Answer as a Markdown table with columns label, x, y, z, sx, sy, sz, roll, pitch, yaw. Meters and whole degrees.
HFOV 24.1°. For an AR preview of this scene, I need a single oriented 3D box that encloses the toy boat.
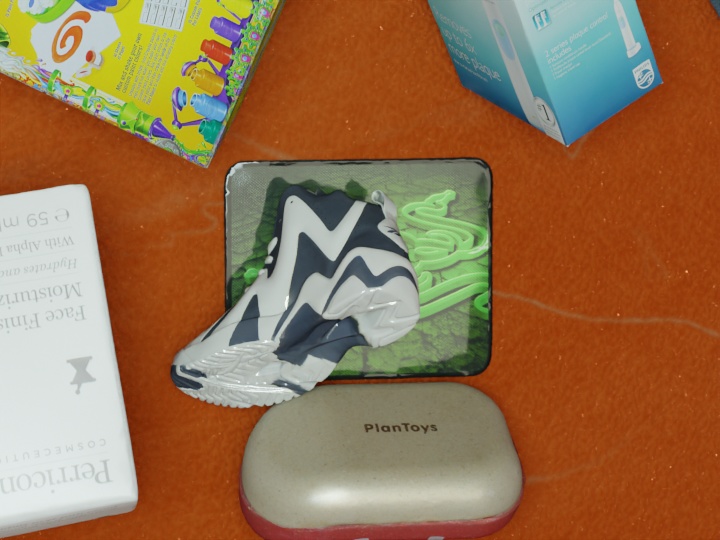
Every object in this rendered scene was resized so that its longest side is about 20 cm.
| label | x | y | z | sx | sy | sz | roll | pitch | yaw |
| --- | --- | --- | --- | --- | --- | --- | --- | --- | --- |
| toy boat | 0.012 | 0.161 | 1.197 | 0.198 | 0.131 | 0.132 | 0 | 126 | -10 |

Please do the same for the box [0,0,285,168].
| label | x | y | z | sx | sy | sz | roll | pitch | yaw |
| --- | --- | --- | --- | --- | --- | --- | --- | --- | --- |
| box | -0.136 | -0.208 | 1.066 | 0.192 | 0.122 | 0.201 | 25 | 117 | -5 |

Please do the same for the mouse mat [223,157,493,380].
| label | x | y | z | sx | sy | sz | roll | pitch | yaw |
| --- | --- | --- | --- | --- | --- | --- | --- | --- | --- |
| mouse mat | 0.000 | 0.000 | 1.221 | 0.198 | 0.008 | 0.162 | -2 | 97 | -11 |

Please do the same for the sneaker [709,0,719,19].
| label | x | y | z | sx | sy | sz | roll | pitch | yaw |
| --- | --- | --- | --- | --- | --- | --- | --- | --- | --- |
| sneaker | 0.289 | -0.223 | 1.221 | 0.198 | 0.079 | 0.096 | 13 | 104 | -3 |

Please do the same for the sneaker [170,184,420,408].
| label | x | y | z | sx | sy | sz | roll | pitch | yaw |
| --- | --- | --- | --- | --- | --- | --- | --- | --- | --- |
| sneaker | -0.048 | 0.008 | 1.178 | 0.199 | 0.130 | 0.079 | -31 | 132 | 32 |

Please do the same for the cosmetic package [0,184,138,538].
| label | x | y | z | sx | sy | sz | roll | pitch | yaw |
| --- | --- | --- | --- | --- | --- | --- | --- | --- | --- |
| cosmetic package | -0.237 | 0.069 | 1.081 | 0.163 | 0.165 | 0.202 | -10 | 81 | -10 |

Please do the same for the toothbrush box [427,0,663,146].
| label | x | y | z | sx | sy | sz | roll | pitch | yaw |
| --- | --- | --- | --- | --- | --- | --- | --- | --- | --- |
| toothbrush box | 0.101 | -0.203 | 1.109 | 0.085 | 0.146 | 0.201 | -32 | 124 | -12 |
